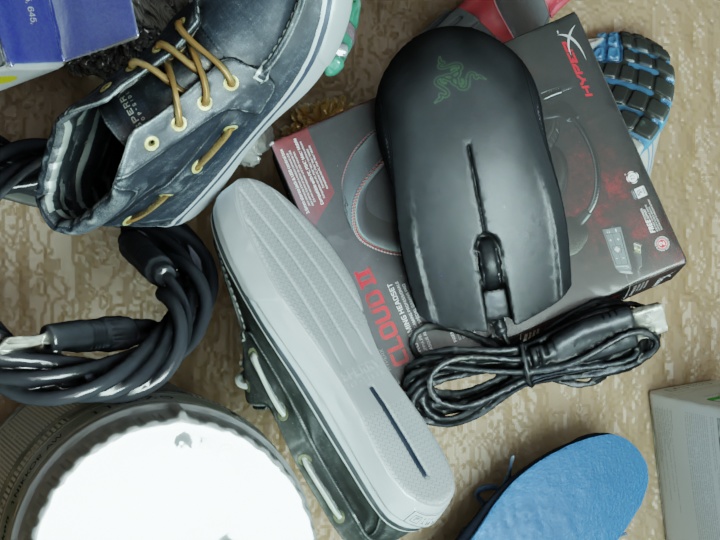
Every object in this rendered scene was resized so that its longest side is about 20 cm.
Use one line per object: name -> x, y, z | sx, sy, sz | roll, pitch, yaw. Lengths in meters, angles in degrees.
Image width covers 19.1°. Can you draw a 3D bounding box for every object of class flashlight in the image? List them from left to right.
flashlight -> 0.123, -0.170, 1.241 | 0.200, 0.068, 0.068 | -40, 101, -11

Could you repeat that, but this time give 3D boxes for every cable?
cable -> -0.149, -0.008, 1.088 | 0.162, 0.200, 0.051 | 18, 123, 5

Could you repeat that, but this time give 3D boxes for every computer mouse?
computer mouse -> 0.066, -0.032, 1.081 | 0.138, 0.053, 0.201 | -16, 83, 0

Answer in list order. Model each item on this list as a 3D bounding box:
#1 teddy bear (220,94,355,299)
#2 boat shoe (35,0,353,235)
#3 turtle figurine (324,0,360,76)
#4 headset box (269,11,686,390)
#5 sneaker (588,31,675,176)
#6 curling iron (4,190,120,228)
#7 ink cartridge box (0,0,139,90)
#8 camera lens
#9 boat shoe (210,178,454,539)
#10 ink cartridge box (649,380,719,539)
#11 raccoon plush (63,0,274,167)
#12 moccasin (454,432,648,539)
teddy bear -> 0.000, 0.000, 1.209 | 0.144, 0.067, 0.201 | 22, 84, -14
boat shoe -> -0.080, -0.091, 1.033 | 0.071, 0.201, 0.091 | 47, 34, 19
turtle figurine -> -0.002, -0.188, 1.121 | 0.199, 0.101, 0.151 | -8, 113, -20
headset box -> 0.052, -0.027, 1.146 | 0.199, 0.075, 0.149 | -23, 83, -1
sneaker -> 0.137, -0.045, 1.254 | 0.075, 0.087, 0.201 | 11, 65, 13
curling iron -> -0.206, -0.064, 1.165 | 0.199, 0.026, 0.050 | 25, 87, -16
ink cartridge box -> -0.223, -0.182, 1.073 | 0.199, 0.047, 0.199 | -17, 84, 28
camera lens -> -0.116, 0.138, 1.107 | 0.159, 0.200, 0.161 | -1, 93, -17
boat shoe -> -0.031, 0.051, 1.077 | 0.072, 0.071, 0.201 | -6, 64, -55
ink cartridge box -> 0.229, 0.126, 1.212 | 0.050, 0.200, 0.110 | -9, 94, -16
raccoon plush -> -0.155, -0.111, 1.134 | 0.133, 0.097, 0.201 | -24, 104, 23
moccasin -> 0.078, 0.163, 1.239 | 0.200, 0.068, 0.081 | -37, 94, -14
